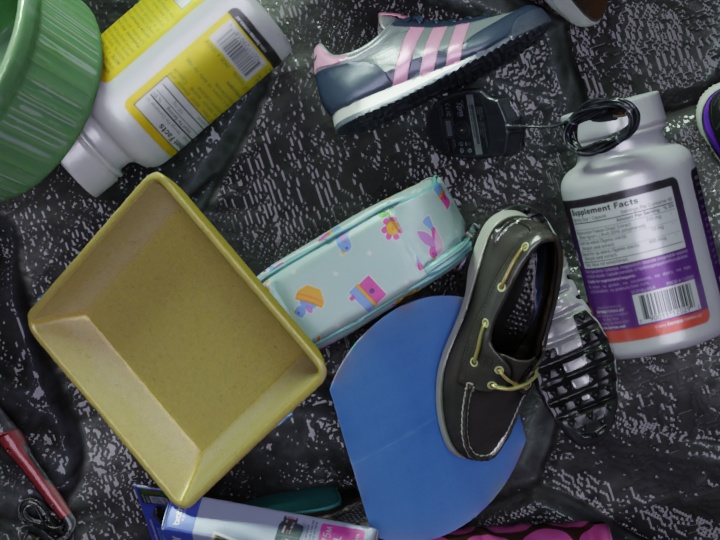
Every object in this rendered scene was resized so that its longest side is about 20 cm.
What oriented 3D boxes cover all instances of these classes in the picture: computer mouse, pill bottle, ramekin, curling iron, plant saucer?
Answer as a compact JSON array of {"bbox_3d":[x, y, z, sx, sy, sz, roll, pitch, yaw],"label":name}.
[{"bbox_3d":[0.138,-0.119,1.517,0.199,0.034,0.059,3,108,37],"label":"computer mouse"},{"bbox_3d":[0.225,-0.038,1.536,0.111,0.111,0.201,-14,94,-1],"label":"pill bottle"},{"bbox_3d":[-0.291,-0.150,1.468,0.098,0.200,0.201,28,93,-44],"label":"ramekin"},{"bbox_3d":[-0.298,0.145,1.570,0.049,0.026,0.201,-30,94,-3],"label":"curling iron"},{"bbox_3d":[-0.162,-0.153,1.513,0.200,0.111,0.111,-40,94,0],"label":"pill bottle"},{"bbox_3d":[-0.134,0.050,1.449,0.200,0.048,0.200,50,124,5],"label":"plant saucer"}]

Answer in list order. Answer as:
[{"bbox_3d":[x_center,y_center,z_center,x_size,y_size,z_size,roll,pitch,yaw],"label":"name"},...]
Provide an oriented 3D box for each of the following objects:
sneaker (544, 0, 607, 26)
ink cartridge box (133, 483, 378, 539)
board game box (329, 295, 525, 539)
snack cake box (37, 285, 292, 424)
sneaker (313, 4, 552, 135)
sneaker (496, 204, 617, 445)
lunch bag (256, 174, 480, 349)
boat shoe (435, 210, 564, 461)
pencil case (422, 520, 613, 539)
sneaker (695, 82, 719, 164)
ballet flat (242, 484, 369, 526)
[{"bbox_3d":[0.126,-0.279,1.548,0.200,0.084,0.073,52,53,-20],"label":"sneaker"},{"bbox_3d":[-0.084,0.226,1.523,0.199,0.120,0.042,11,61,9],"label":"ink cartridge box"},{"bbox_3d":[0.047,0.113,1.508,0.158,0.039,0.201,-27,115,-25],"label":"board game box"},{"bbox_3d":[-0.156,0.066,1.550,0.115,0.067,0.200,-36,94,2],"label":"snack cake box"},{"bbox_3d":[0.055,-0.185,1.542,0.199,0.070,0.082,-24,79,-8],"label":"sneaker"},{"bbox_3d":[0.155,0.047,1.545,0.066,0.091,0.201,-21,80,-5],"label":"sneaker"},{"bbox_3d":[0.000,0.000,1.509,0.199,0.160,0.077,-30,90,6],"label":"lunch bag"},{"bbox_3d":[0.109,0.058,1.466,0.071,0.061,0.202,3,104,-29],"label":"boat shoe"},{"bbox_3d":[0.119,0.254,1.544,0.199,0.094,0.091,-5,108,-14],"label":"pencil case"},{"bbox_3d":[0.349,-0.067,1.543,0.070,0.100,0.200,-42,94,3],"label":"sneaker"},{"bbox_3d":[-0.006,0.204,1.565,0.199,0.072,0.072,-15,94,-1],"label":"ballet flat"}]
